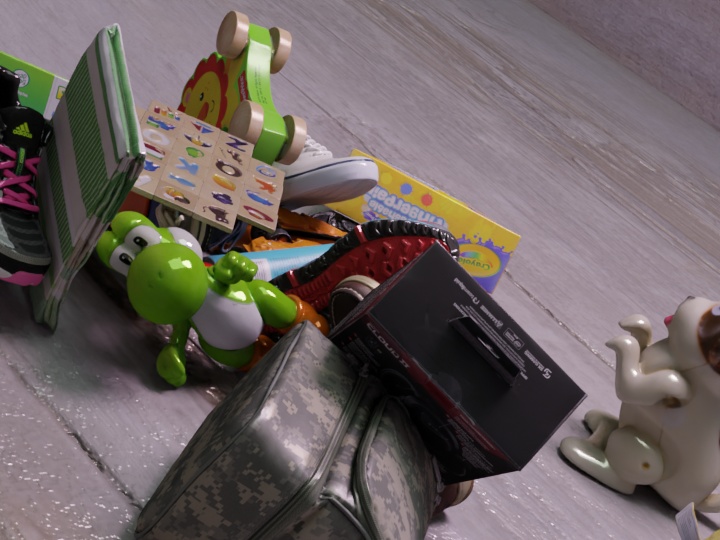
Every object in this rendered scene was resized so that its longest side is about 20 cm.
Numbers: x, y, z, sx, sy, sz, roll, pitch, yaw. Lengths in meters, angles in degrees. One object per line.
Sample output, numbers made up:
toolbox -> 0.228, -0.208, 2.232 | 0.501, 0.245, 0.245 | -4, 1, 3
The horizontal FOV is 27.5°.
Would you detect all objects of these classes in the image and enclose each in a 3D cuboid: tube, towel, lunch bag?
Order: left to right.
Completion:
towel -> -0.216, -0.071, 1.119 | 0.023, 0.200, 0.153 | 8, 46, -30
tube -> -0.053, 0.009, 1.334 | 0.199, 0.078, 0.050 | -2, 13, -35
lunch bag -> -0.030, 0.151, 0.983 | 0.168, 0.139, 0.200 | 43, 20, -6

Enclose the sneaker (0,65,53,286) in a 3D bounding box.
sneaker -> -0.275, -0.081, 1.125 | 0.074, 0.087, 0.200 | 17, 39, -49

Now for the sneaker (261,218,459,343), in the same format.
sneaker -> 0.000, 0.000, 1.241 | 0.080, 0.199, 0.095 | 67, 28, -6

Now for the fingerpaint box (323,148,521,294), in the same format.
fingerpaint box -> 0.068, -0.056, 1.592 | 0.199, 0.074, 0.167 | 28, 4, 1

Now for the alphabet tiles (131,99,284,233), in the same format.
alphabet tiles -> -0.143, -0.090, 1.222 | 0.166, 0.006, 0.200 | 24, 22, -9

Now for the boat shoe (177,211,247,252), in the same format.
boat shoe -> -0.128, -0.056, 1.300 | 0.062, 0.075, 0.200 | 15, 13, -4

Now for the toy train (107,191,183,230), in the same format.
toy train -> -0.209, -0.053, 1.220 | 0.115, 0.085, 0.200 | 11, -4, -10

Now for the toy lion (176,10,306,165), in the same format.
toy lion -> -0.136, -0.145, 1.472 | 0.068, 0.192, 0.201 | 15, 45, -29

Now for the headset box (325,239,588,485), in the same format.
headset box -> 0.060, 0.070, 1.041 | 0.149, 0.077, 0.200 | 45, -18, -1

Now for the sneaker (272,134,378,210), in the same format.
sneaker -> -0.060, -0.101, 1.452 | 0.073, 0.071, 0.199 | 3, -7, -43

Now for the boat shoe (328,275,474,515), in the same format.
boat shoe -> 0.019, 0.102, 1.156 | 0.072, 0.072, 0.201 | -21, 88, -48

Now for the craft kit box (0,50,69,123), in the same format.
craft kit box -> -0.252, -0.134, 1.369 | 0.199, 0.049, 0.197 | 23, -8, -8

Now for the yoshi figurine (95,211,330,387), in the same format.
yoshi figurine -> -0.117, 0.030, 1.134 | 0.112, 0.113, 0.200 | -7, -34, 46

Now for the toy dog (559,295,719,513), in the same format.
toy dog -> 0.306, 0.116, 1.369 | 0.194, 0.201, 0.139 | 36, 23, 22

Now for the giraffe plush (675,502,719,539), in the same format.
giraffe plush -> 0.296, 0.277, 1.060 | 0.162, 0.173, 0.200 | 36, 37, -9

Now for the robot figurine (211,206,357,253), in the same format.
robot figurine -> -0.046, -0.013, 1.436 | 0.199, 0.058, 0.145 | 11, 27, -36
